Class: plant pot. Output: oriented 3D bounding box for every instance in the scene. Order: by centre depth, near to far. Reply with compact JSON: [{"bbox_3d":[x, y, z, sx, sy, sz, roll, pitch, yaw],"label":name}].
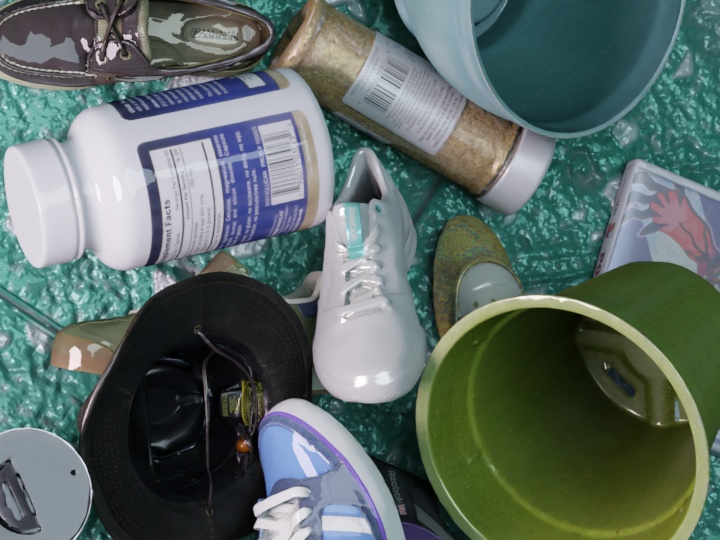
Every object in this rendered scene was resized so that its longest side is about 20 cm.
[{"bbox_3d":[0.167,0.081,1.699,0.200,0.200,0.190,61,33,-3],"label":"plant pot"},{"bbox_3d":[0.106,-0.199,1.752,0.200,0.134,0.200,-12,109,-37],"label":"plant pot"}]

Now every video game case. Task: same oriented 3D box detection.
[{"bbox_3d":[0.258,0.038,1.868,0.200,0.023,0.182,21,77,-15],"label":"video game case"}]

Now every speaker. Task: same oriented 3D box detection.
[{"bbox_3d":[-0.224,0.141,1.592,0.081,0.200,0.081,2,83,-17],"label":"speaker"}]

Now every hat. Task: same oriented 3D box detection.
[{"bbox_3d":[-0.122,0.089,1.628,0.201,0.081,0.201,-12,106,-48],"label":"hat"}]

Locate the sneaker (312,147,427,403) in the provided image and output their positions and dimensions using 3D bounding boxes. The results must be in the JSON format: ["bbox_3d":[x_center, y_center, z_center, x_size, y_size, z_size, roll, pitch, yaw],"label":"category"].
[{"bbox_3d":[0.000,0.000,1.674,0.075,0.200,0.089,-8,129,5],"label":"sneaker"}]

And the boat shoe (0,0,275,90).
[{"bbox_3d":[-0.153,-0.161,1.728,0.200,0.065,0.073,-6,87,-19],"label":"boat shoe"}]

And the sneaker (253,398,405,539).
[{"bbox_3d":[-0.044,0.191,1.579,0.146,0.081,0.200,-26,90,-40],"label":"sneaker"}]

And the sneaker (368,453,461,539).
[{"bbox_3d":[0.001,0.156,1.715,0.088,0.076,0.200,-13,51,-37],"label":"sneaker"}]

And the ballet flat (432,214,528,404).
[{"bbox_3d":[0.090,0.058,1.784,0.071,0.071,0.200,2,82,-19],"label":"ballet flat"}]

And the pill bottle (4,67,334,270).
[{"bbox_3d":[-0.127,-0.062,1.700,0.200,0.111,0.111,-13,87,-21],"label":"pill bottle"}]

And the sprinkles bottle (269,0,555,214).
[{"bbox_3d":[0.037,-0.114,1.786,0.200,0.068,0.068,29,75,-13],"label":"sprinkles bottle"}]

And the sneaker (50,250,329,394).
[{"bbox_3d":[-0.106,0.030,1.714,0.200,0.067,0.090,6,92,-25],"label":"sneaker"}]
